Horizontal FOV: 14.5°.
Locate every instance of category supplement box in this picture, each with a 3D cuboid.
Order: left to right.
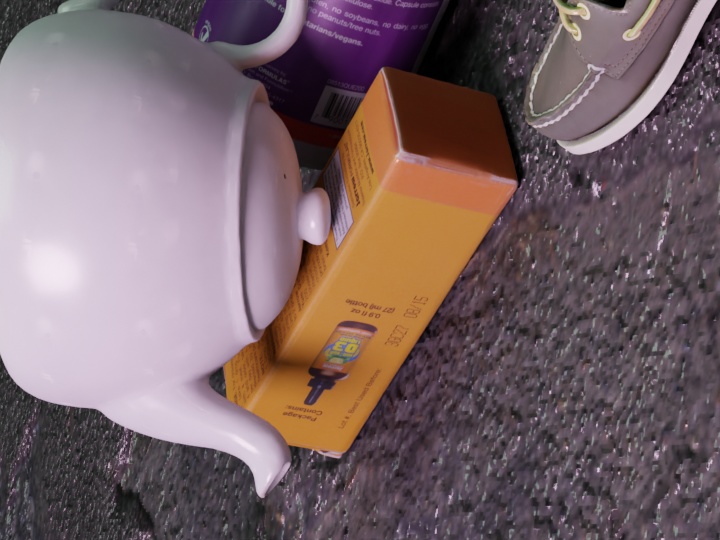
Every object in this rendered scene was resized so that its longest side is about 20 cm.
[{"bbox_3d":[0.000,0.000,1.353,0.200,0.066,0.069,-59,30,35],"label":"supplement box"}]

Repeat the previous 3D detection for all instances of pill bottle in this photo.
[{"bbox_3d":[-0.006,-0.157,1.381,0.201,0.112,0.113,-65,27,27],"label":"pill bottle"}]

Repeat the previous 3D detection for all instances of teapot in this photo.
[{"bbox_3d":[-0.086,-0.032,1.310,0.198,0.145,0.201,-83,-10,-50],"label":"teapot"}]

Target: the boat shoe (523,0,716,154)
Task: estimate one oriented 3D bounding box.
[{"bbox_3d":[0.114,-0.124,1.160,0.202,0.060,0.072,-53,34,44],"label":"boat shoe"}]
